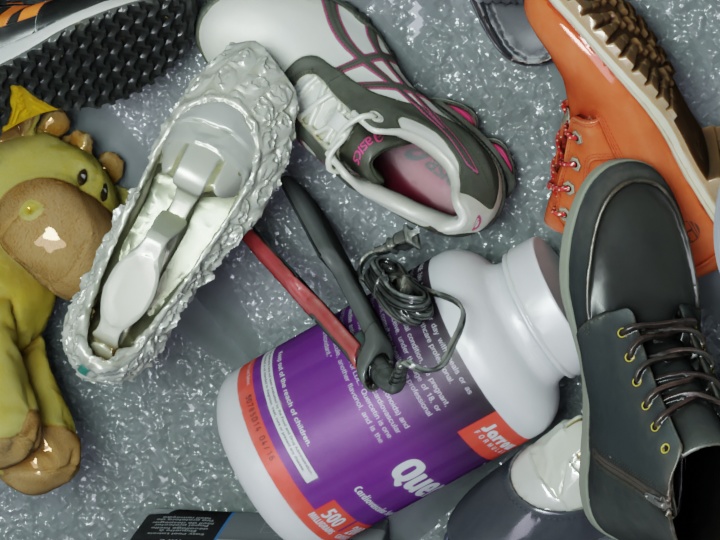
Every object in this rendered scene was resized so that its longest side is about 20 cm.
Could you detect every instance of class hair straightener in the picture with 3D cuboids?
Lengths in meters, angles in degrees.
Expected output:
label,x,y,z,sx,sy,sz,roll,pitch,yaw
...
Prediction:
label,x,y,z,sx,sy,sz,roll,pitch,yaw
hair straightener,0.000,0.000,1.335,0.077,0.200,0.041,-41,125,0

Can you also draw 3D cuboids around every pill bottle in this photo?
label,x,y,z,sx,sy,sz,roll,pitch,yaw
pill bottle,0.028,0.063,1.374,0.200,0.112,0.113,-30,96,15

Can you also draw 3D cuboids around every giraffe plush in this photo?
label,x,y,z,sx,sy,sz,roll,pitch,yaw
giraffe plush,-0.192,-0.001,1.396,0.162,0.173,0.200,-42,57,5

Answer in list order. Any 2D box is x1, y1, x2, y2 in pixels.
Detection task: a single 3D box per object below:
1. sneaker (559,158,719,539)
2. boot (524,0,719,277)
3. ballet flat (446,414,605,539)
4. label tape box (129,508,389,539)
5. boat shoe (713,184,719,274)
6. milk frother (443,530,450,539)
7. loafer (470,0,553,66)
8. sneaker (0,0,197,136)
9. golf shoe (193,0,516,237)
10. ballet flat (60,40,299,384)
label,x,y,z,sx,sy,sz,roll,pitch,yaw
sneaker,0.156,0.044,1.271,0.075,0.106,0.201,-7,96,-19
boot,0.127,-0.069,1.336,0.107,0.075,0.200,-28,110,22
ballet flat,0.139,0.100,1.359,0.200,0.073,0.073,-15,101,-11
label tape box,-0.068,0.192,1.375,0.143,0.200,0.066,2,103,9
boat shoe,0.240,-0.073,1.305,0.073,0.065,0.200,19,87,24
milk frother,0.097,0.264,1.365,0.188,0.200,0.181,21,109,5
loafer,0.079,-0.203,1.329,0.072,0.063,0.201,-3,102,10
sneaker,-0.188,-0.124,1.348,0.200,0.070,0.090,-26,56,-18
golf shoe,-0.006,-0.089,1.360,0.200,0.088,0.077,33,108,3
ballet flat,-0.093,-0.027,1.313,0.072,0.072,0.200,28,92,3
